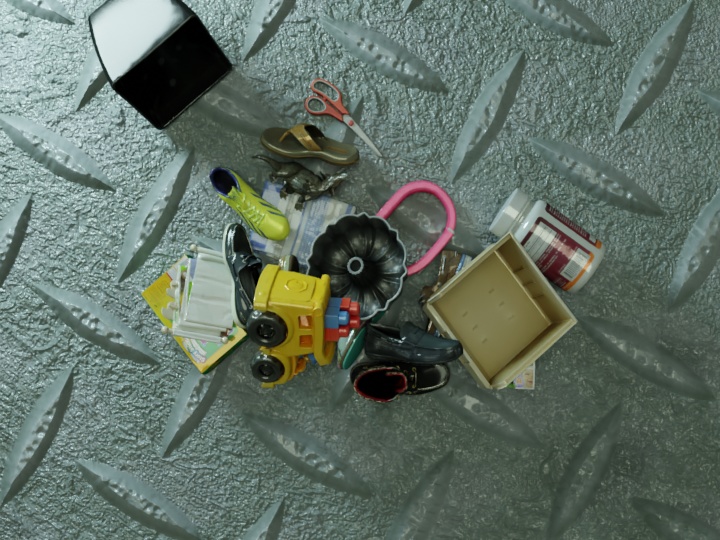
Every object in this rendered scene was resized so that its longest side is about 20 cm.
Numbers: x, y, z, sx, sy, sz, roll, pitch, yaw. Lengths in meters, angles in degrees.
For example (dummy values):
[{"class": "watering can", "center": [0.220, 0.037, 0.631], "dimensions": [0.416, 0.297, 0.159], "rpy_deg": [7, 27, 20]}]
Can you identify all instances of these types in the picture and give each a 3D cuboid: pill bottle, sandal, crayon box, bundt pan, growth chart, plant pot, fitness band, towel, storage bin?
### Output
[{"class": "pill bottle", "center": [0.349, -0.058, 1.312], "dimensions": [0.198, 0.114, 0.115], "rpy_deg": [36, 89, 3]}, {"class": "sandal", "center": [-0.095, -0.253, 1.352], "dimensions": [0.195, 0.081, 0.055], "rpy_deg": [11, 132, -1]}, {"class": "crayon box", "center": [-0.319, 0.085, 1.359], "dimensions": [0.118, 0.058, 0.201], "rpy_deg": [-39, 87, 0]}, {"class": "bundt pan", "center": [0.000, 0.000, 1.302], "dimensions": [0.197, 0.076, 0.207], "rpy_deg": [-4, 76, 16]}, {"class": "growth chart", "center": [-0.292, 0.043, 1.313], "dimensions": [0.142, 0.018, 0.204], "rpy_deg": [20, 58, -18]}, {"class": "plant pot", "center": [-0.397, -0.430, 1.327], "dimensions": [0.199, 0.200, 0.178], "rpy_deg": [-40, 76, 0]}, {"class": "fitness band", "center": [0.099, -0.080, 1.362], "dimensions": [0.143, 0.037, 0.200], "rpy_deg": [43, 89, 4]}, {"class": "towel", "center": [-0.116, -0.083, 1.377], "dimensions": [0.195, 0.024, 0.150], "rpy_deg": [17, 87, 3]}, {"class": "storage bin", "center": [0.247, 0.077, 1.265], "dimensions": [0.197, 0.094, 0.201], "rpy_deg": [-38, 89, -13]}]

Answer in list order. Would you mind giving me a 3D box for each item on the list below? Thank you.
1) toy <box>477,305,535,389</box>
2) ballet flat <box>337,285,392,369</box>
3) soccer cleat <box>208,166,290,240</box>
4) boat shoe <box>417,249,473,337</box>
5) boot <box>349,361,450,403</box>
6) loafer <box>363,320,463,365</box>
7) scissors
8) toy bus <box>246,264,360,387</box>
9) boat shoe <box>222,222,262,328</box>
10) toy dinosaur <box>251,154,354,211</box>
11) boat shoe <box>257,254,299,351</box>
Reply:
[{"class": "toy", "center": [0.285, 0.126, 1.340], "dimensions": [0.112, 0.047, 0.206], "rpy_deg": [2, 88, 1]}, {"class": "ballet flat", "center": [0.001, 0.094, 1.349], "dimensions": [0.071, 0.069, 0.202], "rpy_deg": [33, 85, 21]}, {"class": "soccer cleat", "center": [-0.218, -0.127, 1.337], "dimensions": [0.199, 0.084, 0.065], "rpy_deg": [42, 93, 16]}, {"class": "boat shoe", "center": [0.149, 0.057, 1.342], "dimensions": [0.071, 0.072, 0.204], "rpy_deg": [22, 79, 8]}, {"class": "boot", "center": [0.075, 0.203, 1.292], "dimensions": [0.195, 0.151, 0.075], "rpy_deg": [2, 87, 2]}, {"class": "loafer", "center": [0.091, 0.129, 1.258], "dimensions": [0.197, 0.068, 0.072], "rpy_deg": [1, 103, 32]}, {"class": "scissors", "center": [-0.024, -0.308, 1.387], "dimensions": [0.198, 0.014, 0.074], "rpy_deg": [33, 87, 5]}, {"class": "toy bus", "center": [-0.095, 0.105, 1.226], "dimensions": [0.187, 0.137, 0.204], "rpy_deg": [4, 123, 3]}, {"class": "boat shoe", "center": [-0.213, 0.003, 1.320], "dimensions": [0.065, 0.074, 0.205], "rpy_deg": [-15, 74, 34]}, {"class": "toy dinosaur", "center": [-0.121, -0.175, 1.357], "dimensions": [0.196, 0.102, 0.079], "rpy_deg": [17, 119, 14]}, {"class": "boat shoe", "center": [-0.168, 0.067, 1.349], "dimensions": [0.074, 0.072, 0.205], "rpy_deg": [9, 91, 16]}]
